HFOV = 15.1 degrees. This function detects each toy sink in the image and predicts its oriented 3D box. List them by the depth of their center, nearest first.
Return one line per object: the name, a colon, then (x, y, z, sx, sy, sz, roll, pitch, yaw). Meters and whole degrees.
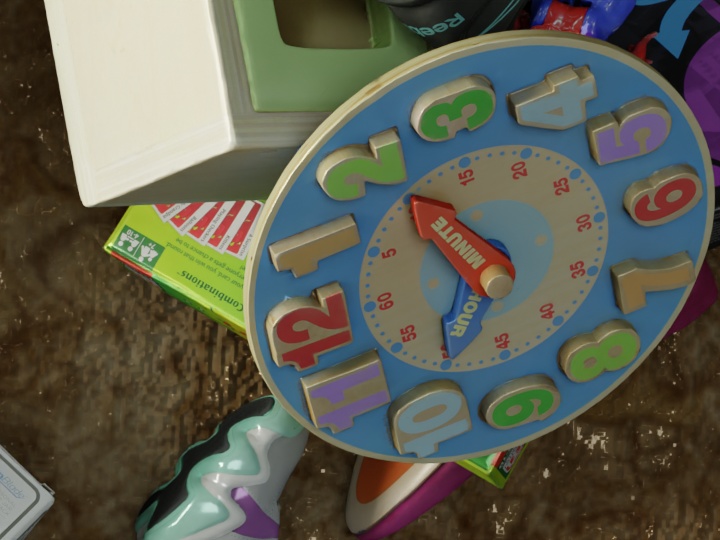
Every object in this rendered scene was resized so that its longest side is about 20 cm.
toy sink: (-0.048, -0.136, 1.104, 0.130, 0.112, 0.201, -3, 79, -42)

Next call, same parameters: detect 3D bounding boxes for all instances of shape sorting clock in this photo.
shape sorting clock: (0.050, -0.004, 1.070, 0.199, 0.039, 0.201, -10, 128, -13)

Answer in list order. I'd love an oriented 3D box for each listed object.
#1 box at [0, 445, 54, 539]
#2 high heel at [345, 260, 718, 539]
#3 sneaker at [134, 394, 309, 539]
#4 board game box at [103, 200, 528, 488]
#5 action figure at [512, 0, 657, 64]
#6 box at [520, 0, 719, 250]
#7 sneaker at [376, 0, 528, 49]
box: (-0.236, 0.128, 1.124, 0.117, 0.060, 0.200, 42, 55, 2)
high heel: (0.081, 0.059, 1.239, 0.200, 0.067, 0.096, -48, 126, 6)
sneaker: (-0.050, 0.165, 1.207, 0.140, 0.078, 0.200, 36, 91, -11)
board game box: (0.000, 0.000, 1.187, 0.200, 0.048, 0.102, 30, 85, 15)
action figure: (0.090, -0.105, 1.146, 0.065, 0.052, 0.200, 16, 48, 13)
box: (0.119, -0.095, 1.193, 0.143, 0.036, 0.200, -20, 57, -17)
sneaker: (0.063, -0.176, 1.093, 0.079, 0.075, 0.200, 44, 69, -43)
